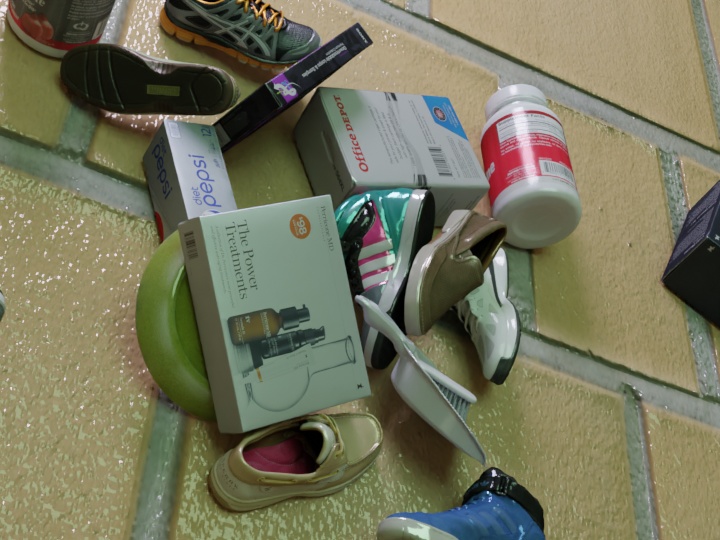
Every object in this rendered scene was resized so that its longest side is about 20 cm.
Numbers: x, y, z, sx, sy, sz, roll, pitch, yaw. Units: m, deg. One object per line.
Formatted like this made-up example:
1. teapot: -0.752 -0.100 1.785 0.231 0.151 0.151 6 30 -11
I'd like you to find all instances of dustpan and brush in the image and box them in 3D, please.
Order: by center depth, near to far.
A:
1. dustpan and brush: 0.059 0.101 1.241 0.199 0.057 0.140 36 9 -15

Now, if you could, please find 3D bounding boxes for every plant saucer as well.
1. plant saucer: -0.121 0.046 1.186 0.198 0.031 0.203 5 80 -34

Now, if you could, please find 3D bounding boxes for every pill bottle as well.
1. pill bottle: -0.307 -0.337 1.321 0.109 0.201 0.112 17 46 -19
2. pill bottle: 0.212 -0.138 1.562 0.111 0.113 0.202 14 48 -23

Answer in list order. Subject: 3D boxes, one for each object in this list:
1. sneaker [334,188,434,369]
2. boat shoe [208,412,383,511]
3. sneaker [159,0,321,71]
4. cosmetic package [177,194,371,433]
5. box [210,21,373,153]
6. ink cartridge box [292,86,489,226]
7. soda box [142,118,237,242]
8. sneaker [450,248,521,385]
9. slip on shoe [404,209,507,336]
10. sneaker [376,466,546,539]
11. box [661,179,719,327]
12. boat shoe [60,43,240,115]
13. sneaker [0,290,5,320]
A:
1. sneaker: 0.000 0.000 1.327 0.119 0.084 0.203 10 72 21
2. boat shoe: -0.048 0.173 1.165 0.198 0.069 0.074 -15 64 -40
3. sneaker: -0.140 -0.302 1.470 0.197 0.078 0.079 13 42 -10
4. cosmetic package: -0.080 0.039 1.166 0.149 0.051 0.203 -12 90 -37
5. box: -0.086 -0.206 1.400 0.036 0.142 0.200 55 43 -6
6. ink cartridge box: 0.035 -0.133 1.462 0.198 0.084 0.147 -1 56 -33
7. soda box: -0.171 -0.058 1.276 0.063 0.068 0.202 4 54 -33
8. sneaker: 0.113 0.042 1.391 0.114 0.076 0.202 12 41 -13
9. slip on shoe: 0.103 0.001 1.317 0.060 0.077 0.200 9 33 22
10. sneaker: 0.102 0.244 1.198 0.198 0.077 0.112 21 52 -23
11. box: 0.535 -0.005 1.670 0.199 0.104 0.182 38 42 0
12. boat shoe: -0.228 -0.203 1.343 0.197 0.073 0.076 14 9 8
13. sneaker: -0.383 0.074 1.013 0.198 0.084 0.122 -9 55 -29
